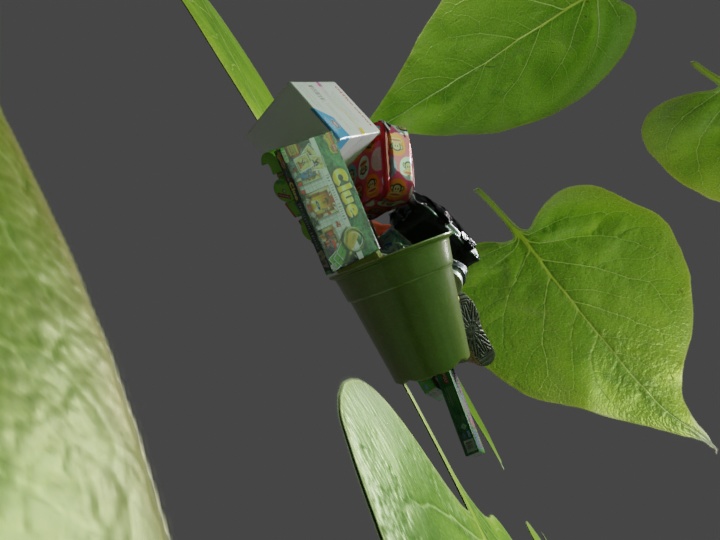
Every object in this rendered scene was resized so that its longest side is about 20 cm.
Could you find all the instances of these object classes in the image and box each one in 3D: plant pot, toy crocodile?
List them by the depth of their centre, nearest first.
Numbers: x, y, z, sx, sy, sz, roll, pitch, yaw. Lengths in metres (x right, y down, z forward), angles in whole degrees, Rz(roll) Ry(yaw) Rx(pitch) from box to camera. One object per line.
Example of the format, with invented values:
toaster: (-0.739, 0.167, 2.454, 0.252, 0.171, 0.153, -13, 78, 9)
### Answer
plant pot: (0.077, 0.063, 1.089, 0.200, 0.199, 0.191, -11, 81, -85)
toy crocodile: (-0.087, -0.103, 1.132, 0.200, 0.062, 0.068, 57, 46, -18)

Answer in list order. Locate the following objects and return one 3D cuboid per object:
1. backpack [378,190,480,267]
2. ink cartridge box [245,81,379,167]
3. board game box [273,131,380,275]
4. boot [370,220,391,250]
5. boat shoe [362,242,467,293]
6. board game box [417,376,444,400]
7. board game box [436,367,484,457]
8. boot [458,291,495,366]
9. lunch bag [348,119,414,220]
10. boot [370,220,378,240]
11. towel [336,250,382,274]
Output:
backpack: (0.127, -0.062, 1.400, 0.177, 0.151, 0.200, 42, 15, -17)
ink cartridge box: (-0.072, -0.235, 1.241, 0.129, 0.125, 0.200, 49, 26, 6)
board game box: (-0.048, -0.105, 1.099, 0.023, 0.105, 0.201, -15, -80, 51)
boot: (0.075, -0.068, 1.579, 0.200, 0.107, 0.075, 43, -28, 55)
boat shoe: (0.083, -0.005, 1.231, 0.062, 0.199, 0.075, -56, 146, -54)
board game box: (0.129, 0.205, 1.523, 0.135, 0.029, 0.200, 58, 4, 19)
board game box: (0.194, 0.270, 1.439, 0.135, 0.029, 0.201, 44, 25, -69)
boot: (0.182, 0.131, 1.532, 0.200, 0.066, 0.176, -10, -75, 65)
lunch bag: (0.023, -0.197, 1.378, 0.200, 0.082, 0.177, -23, -113, 58)
boot: (0.000, -0.055, 1.543, 0.200, 0.070, 0.147, 49, -12, 47)
towel: (-0.012, -0.023, 1.217, 0.200, 0.086, 0.018, 57, 20, 10)
